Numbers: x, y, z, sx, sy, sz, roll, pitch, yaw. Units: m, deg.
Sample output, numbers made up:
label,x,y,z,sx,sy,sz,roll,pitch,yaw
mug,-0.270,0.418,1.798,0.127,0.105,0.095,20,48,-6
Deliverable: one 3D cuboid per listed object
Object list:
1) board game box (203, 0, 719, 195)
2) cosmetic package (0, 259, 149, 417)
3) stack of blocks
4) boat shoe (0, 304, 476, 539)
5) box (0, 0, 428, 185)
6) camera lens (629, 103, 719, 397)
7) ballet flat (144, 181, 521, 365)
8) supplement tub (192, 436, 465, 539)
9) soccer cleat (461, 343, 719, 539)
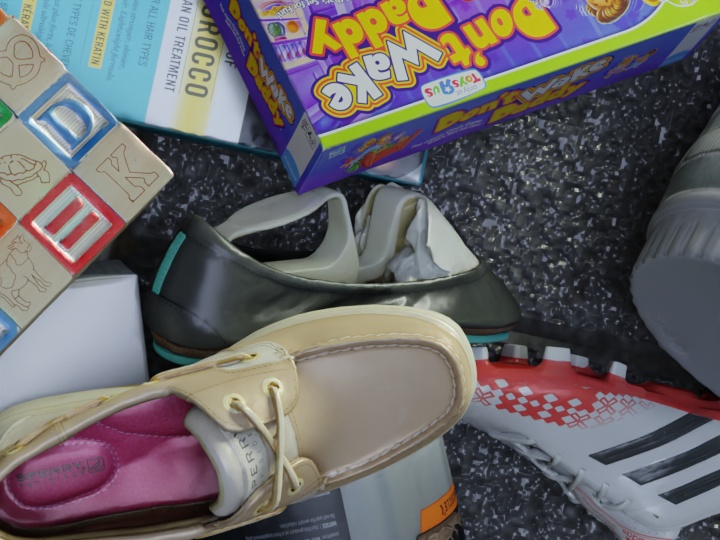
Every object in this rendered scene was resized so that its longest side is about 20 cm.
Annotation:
label,x,y,z,sx,sy,sz,roll,pitch,yaw
board game box,0.037,-0.128,0.792,0.200,0.045,0.135,-21,76,-23
cosmetic package,-0.127,0.100,0.791,0.085,0.108,0.200,-6,96,-10
stack of blocks,-0.179,-0.001,0.679,0.115,0.059,0.200,44,64,-5
boat shoe,-0.051,0.067,0.700,0.200,0.069,0.074,-17,103,1
box,-0.064,-0.096,0.818,0.200,0.049,0.082,11,92,-11
camera lens,0.228,-0.038,0.804,0.160,0.160,0.200,40,72,-11
ballet flat,0.000,0.000,0.789,0.200,0.068,0.068,-4,109,-44
supplement tub,-0.007,0.156,0.809,0.122,0.123,0.200,-14,97,-9
soccer cleat,0.113,0.084,0.856,0.200,0.069,0.085,12,86,-16
